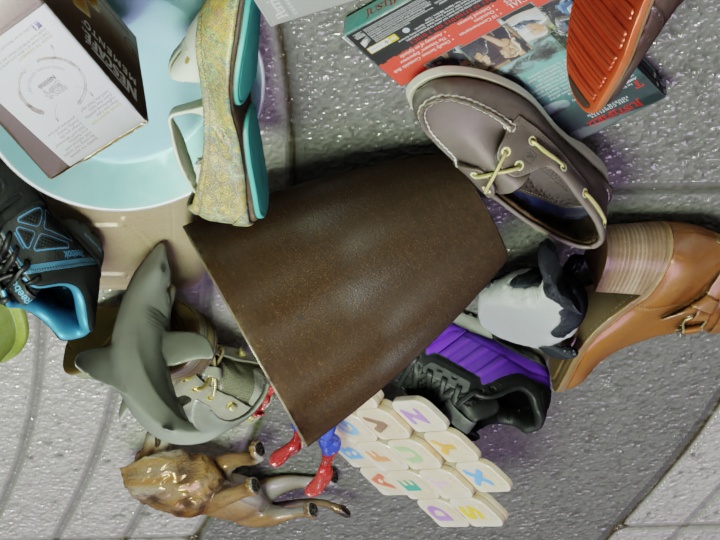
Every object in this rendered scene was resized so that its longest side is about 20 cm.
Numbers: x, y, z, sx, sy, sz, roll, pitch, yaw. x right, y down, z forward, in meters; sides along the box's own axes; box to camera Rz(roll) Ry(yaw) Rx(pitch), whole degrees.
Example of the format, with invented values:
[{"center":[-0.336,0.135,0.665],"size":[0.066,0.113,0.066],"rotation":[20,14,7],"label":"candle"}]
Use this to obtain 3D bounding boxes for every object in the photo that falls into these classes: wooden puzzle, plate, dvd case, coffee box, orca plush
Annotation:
[{"center":[-0.215,-0.053,1.595],"size":[0.200,0.046,0.185],"rotation":[-4,143,-6],"label":"wooden puzzle"},{"center":[-0.166,-0.131,1.477],"size":[0.200,0.026,0.200],"rotation":[-3,122,-6],"label":"plate"},{"center":[0.104,-0.150,1.509],"size":[0.146,0.022,0.200],"rotation":[-27,135,28],"label":"dvd case"},{"center":[-0.226,-0.170,1.352],"size":[0.080,0.114,0.200],"rotation":[-30,125,13],"label":"coffee box"},{"center":[0.142,0.006,1.654],"size":[0.105,0.071,0.200],"rotation":[33,166,11],"label":"orca plush"}]

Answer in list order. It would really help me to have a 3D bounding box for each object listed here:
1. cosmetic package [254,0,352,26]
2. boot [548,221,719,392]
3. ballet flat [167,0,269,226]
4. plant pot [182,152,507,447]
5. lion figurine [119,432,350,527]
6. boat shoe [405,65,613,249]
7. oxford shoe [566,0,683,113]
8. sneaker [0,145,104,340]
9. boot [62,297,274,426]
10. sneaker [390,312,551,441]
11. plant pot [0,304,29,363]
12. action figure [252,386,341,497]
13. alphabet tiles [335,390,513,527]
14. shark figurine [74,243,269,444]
[{"center":[0.011,-0.239,1.337],"size":[0.200,0.090,0.107],"rotation":[-19,143,15],"label":"cosmetic package"},{"center":[0.241,0.038,1.718],"size":[0.155,0.074,0.200],"rotation":[4,144,-15],"label":"boot"},{"center":[-0.099,-0.118,1.445],"size":[0.071,0.071,0.200],"rotation":[-2,123,-2],"label":"ballet flat"},{"center":[0.000,0.000,1.580],"size":[0.200,0.187,0.187],"rotation":[-30,140,-4],"label":"plant pot"},{"center":[-0.111,0.199,1.900],"size":[0.122,0.072,0.200],"rotation":[-20,144,31],"label":"lion figurine"},{"center":[0.110,-0.079,1.534],"size":[0.072,0.060,0.200],"rotation":[-30,136,31],"label":"boat shoe"},{"center":[0.196,-0.185,1.421],"size":[0.073,0.071,0.200],"rotation":[-6,139,-28],"label":"oxford shoe"},{"center":[-0.249,-0.024,1.522],"size":[0.073,0.082,0.200],"rotation":[-28,138,23],"label":"sneaker"},{"center":[-0.129,0.075,1.702],"size":[0.155,0.072,0.200],"rotation":[22,164,-31],"label":"boot"},{"center":[0.071,0.086,1.741],"size":[0.200,0.100,0.070],"rotation":[13,137,-20],"label":"sneaker"},{"center":[-0.377,0.081,1.587],"size":[0.200,0.190,0.200],"rotation":[17,147,11],"label":"plant pot"},{"center":[-0.050,0.124,1.722],"size":[0.065,0.099,0.200],"rotation":[36,142,17],"label":"action figure"},{"center":[0.034,0.152,1.798],"size":[0.200,0.015,0.196],"rotation":[44,154,-21],"label":"alphabet tiles"},{"center":[-0.157,0.079,1.535],"size":[0.089,0.214,0.128],"rotation":[19,111,-34],"label":"shark figurine"}]
